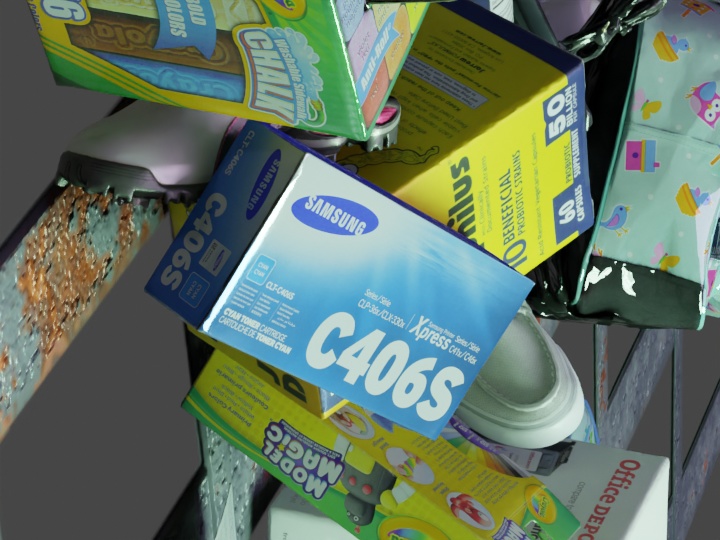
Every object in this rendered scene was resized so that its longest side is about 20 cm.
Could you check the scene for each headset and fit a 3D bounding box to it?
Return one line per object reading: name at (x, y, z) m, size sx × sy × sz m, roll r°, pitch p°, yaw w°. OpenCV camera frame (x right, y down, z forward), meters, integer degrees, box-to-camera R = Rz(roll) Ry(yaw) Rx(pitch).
headset at (0.099, -0.217, 1.663) m, size 0.200 × 0.094 × 0.123 m, roll 55°, pitch 10°, yaw 9°

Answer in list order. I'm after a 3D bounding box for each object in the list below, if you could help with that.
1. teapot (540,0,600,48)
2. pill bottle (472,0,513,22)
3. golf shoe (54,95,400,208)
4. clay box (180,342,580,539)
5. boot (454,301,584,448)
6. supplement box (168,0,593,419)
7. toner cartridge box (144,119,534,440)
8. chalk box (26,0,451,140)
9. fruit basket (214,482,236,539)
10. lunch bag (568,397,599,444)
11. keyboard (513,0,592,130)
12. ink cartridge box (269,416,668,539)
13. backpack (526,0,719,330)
teapot at (0.129, -0.073, 1.953) m, size 0.200 × 0.146 × 0.198 m, roll 44°, pitch 22°, yaw -39°
pill bottle at (0.028, -0.148, 1.650) m, size 0.111 × 0.111 × 0.201 m, roll -59°, pitch 151°, yaw -50°
golf shoe at (-0.065, -0.084, 1.400) m, size 0.200 × 0.077 × 0.089 m, roll -22°, pitch 117°, yaw -44°
clay box at (0.014, 0.101, 1.579) m, size 0.048 × 0.200 × 0.115 m, roll -57°, pitch 170°, yaw 20°
boot at (0.055, 0.014, 1.738) m, size 0.073 × 0.200 × 0.096 m, roll -32°, pitch 138°, yaw -12°
supplement box at (0.012, -0.037, 1.527) m, size 0.200 × 0.109 × 0.109 m, roll -35°, pitch 137°, yaw -28°
toner cartridge box at (-0.006, 0.007, 1.411) m, size 0.200 × 0.043 × 0.095 m, roll 27°, pitch 95°, yaw -51°
chalk box at (-0.035, -0.147, 1.302) m, size 0.124 × 0.199 × 0.125 m, roll 77°, pitch 32°, yaw -51°
fruit basket at (-0.084, 0.243, 1.558) m, size 0.200 × 0.093 × 0.186 m, roll -84°, pitch 171°, yaw -53°
lunch bag at (0.110, 0.194, 2.097) m, size 0.161 × 0.082 × 0.201 m, roll 69°, pitch 34°, yaw -55°
keyboard at (0.063, -0.157, 1.724) m, size 0.201 × 0.021 × 0.127 m, roll 65°, pitch -22°, yaw 2°
ink cartridge box at (0.063, 0.154, 1.719) m, size 0.148 × 0.199 × 0.086 m, roll -51°, pitch 146°, yaw -59°
backpack at (0.180, -0.066, 1.762) m, size 0.176 × 0.153 × 0.201 m, roll 159°, pitch -63°, yaw -84°
